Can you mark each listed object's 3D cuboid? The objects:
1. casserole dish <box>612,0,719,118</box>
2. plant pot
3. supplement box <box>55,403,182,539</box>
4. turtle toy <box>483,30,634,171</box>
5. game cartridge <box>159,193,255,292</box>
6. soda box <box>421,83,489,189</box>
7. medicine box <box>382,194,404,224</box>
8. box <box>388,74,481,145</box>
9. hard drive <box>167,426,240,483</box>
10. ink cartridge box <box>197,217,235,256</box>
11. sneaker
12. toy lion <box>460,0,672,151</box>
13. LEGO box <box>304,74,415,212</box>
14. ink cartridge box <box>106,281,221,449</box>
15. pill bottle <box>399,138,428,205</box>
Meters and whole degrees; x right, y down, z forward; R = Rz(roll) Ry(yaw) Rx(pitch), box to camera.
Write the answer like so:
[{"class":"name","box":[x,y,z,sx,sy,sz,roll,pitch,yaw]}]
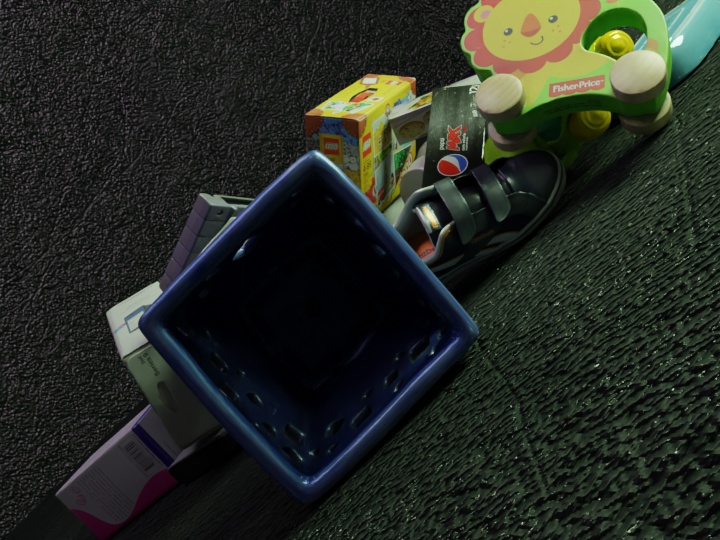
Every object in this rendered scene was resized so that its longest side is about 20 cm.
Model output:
[{"class":"casserole dish","box":[0.331,-0.240,0.865,0.200,0.039,0.121,-48,9,-33]},{"class":"plant pot","box":[-0.041,0.042,0.689,0.200,0.200,0.180,-43,2,-1]},{"class":"supplement box","box":[-0.326,0.282,1.150,0.200,0.101,0.103,-39,8,23]},{"class":"turtle toy","box":[0.199,-0.171,0.847,0.146,0.100,0.202,137,155,-82]},{"class":"game cartridge","box":[-0.136,-0.023,0.955,0.199,0.038,0.131,-1,-60,-55]},{"class":"soda box","box":[0.110,-0.121,0.900,0.070,0.064,0.201,-2,50,15]},{"class":"medicine box","box":[-0.049,-0.034,1.134,0.198,0.104,0.182,-3,26,22]},{"class":"box","box":[0.130,-0.211,0.987,0.198,0.042,0.039,-16,31,21]},{"class":"hard drive","box":[-0.164,0.189,1.084,0.139,0.033,0.200,-37,10,38]},{"class":"ink cartridge box","box":[-0.105,0.044,0.909,0.117,0.200,0.067,-48,10,-4]},{"class":"sneaker","box":[0.103,-0.053,0.764,0.199,0.079,0.079,-38,53,12]},{"class":"toy lion","box":[0.192,-0.218,0.767,0.198,0.069,0.194,-3,64,27]},{"class":"LEGO box","box":[0.006,-0.162,1.068,0.076,0.150,0.200,10,31,21]},{"class":"ink cartridge box","box":[-0.248,0.117,1.033,0.087,0.146,0.200,-31,23,-11]},{"class":"pill bottle","box":[0.144,-0.149,1.038,0.200,0.114,0.114,-49,10,-32]}]
